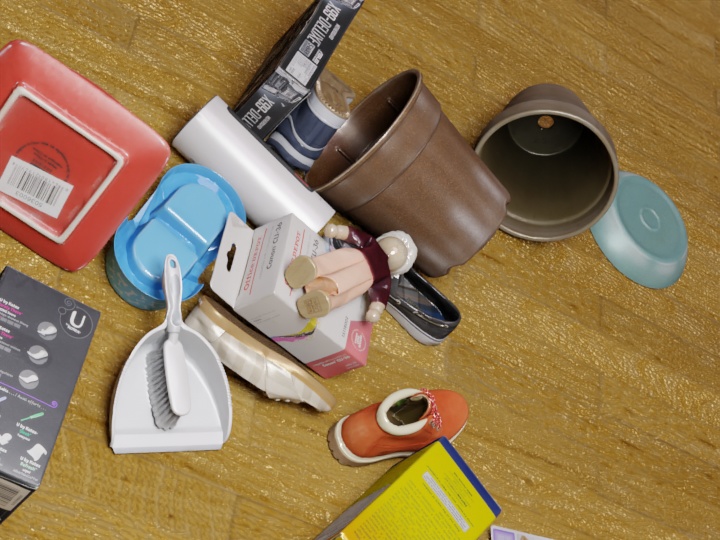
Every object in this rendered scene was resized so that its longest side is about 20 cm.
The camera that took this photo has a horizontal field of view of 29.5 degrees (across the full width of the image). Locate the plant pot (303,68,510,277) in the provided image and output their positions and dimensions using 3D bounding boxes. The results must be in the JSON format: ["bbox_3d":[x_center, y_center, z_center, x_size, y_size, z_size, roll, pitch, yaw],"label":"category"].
[{"bbox_3d":[0.068,-0.110,1.695,0.198,0.200,0.200,42,46,-19],"label":"plant pot"}]

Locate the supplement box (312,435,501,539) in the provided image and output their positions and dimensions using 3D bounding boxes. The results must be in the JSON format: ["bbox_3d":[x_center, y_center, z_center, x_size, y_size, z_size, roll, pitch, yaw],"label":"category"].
[{"bbox_3d":[0.040,0.288,1.475,0.110,0.109,0.200,53,46,2],"label":"supplement box"}]

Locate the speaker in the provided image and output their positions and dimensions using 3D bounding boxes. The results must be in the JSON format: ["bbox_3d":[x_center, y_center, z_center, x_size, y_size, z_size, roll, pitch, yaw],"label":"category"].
[{"bbox_3d":[-0.125,-0.108,1.613,0.200,0.081,0.081,44,46,-6],"label":"speaker"}]

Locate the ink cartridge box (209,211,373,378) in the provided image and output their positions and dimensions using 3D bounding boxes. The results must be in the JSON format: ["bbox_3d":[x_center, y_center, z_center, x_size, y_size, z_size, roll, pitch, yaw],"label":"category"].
[{"bbox_3d":[-0.071,0.020,1.548,0.200,0.067,0.117,39,45,-34],"label":"ink cartridge box"}]

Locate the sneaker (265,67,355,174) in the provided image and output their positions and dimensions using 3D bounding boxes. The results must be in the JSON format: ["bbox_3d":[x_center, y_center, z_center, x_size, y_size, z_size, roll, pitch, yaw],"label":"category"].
[{"bbox_3d":[-0.065,-0.191,1.728,0.070,0.109,0.200,35,17,-12],"label":"sneaker"}]

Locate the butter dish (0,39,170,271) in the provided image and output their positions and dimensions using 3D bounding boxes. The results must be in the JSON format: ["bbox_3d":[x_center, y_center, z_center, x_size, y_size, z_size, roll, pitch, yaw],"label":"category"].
[{"bbox_3d":[-0.318,-0.138,1.437,0.200,0.199,0.148,35,25,-17],"label":"butter dish"}]

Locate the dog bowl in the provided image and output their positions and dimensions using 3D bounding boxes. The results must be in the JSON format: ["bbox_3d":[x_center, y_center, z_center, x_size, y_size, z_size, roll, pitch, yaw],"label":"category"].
[{"bbox_3d":[-0.208,-0.034,1.525,0.111,0.050,0.200,42,47,-9],"label":"dog bowl"}]

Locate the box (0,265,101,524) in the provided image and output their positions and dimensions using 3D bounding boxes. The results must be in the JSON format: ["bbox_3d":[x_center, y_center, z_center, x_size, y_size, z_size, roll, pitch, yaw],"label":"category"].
[{"bbox_3d":[-0.337,0.119,1.281,0.106,0.122,0.200,28,50,-20],"label":"box"}]

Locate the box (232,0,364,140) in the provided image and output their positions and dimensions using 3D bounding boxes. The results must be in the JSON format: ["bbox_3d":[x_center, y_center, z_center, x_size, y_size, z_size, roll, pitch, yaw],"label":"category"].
[{"bbox_3d":[-0.086,-0.248,1.675,0.050,0.158,0.200,37,46,-13],"label":"box"}]

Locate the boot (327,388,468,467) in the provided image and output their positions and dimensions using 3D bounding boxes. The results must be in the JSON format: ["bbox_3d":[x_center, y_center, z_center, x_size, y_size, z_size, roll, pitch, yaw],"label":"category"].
[{"bbox_3d":[0.069,0.169,1.574,0.200,0.107,0.075,-11,70,-43],"label":"boot"}]

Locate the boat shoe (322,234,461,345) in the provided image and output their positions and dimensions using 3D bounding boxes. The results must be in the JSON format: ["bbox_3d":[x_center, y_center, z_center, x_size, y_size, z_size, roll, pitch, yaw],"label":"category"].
[{"bbox_3d":[0.042,0.011,1.676,0.200,0.066,0.070,44,46,-7],"label":"boat shoe"}]

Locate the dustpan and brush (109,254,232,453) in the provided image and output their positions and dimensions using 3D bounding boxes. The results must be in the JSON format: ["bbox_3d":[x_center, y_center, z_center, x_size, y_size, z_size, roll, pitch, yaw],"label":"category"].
[{"bbox_3d":[-0.199,0.085,1.431,0.139,0.057,0.200,3,71,-36],"label":"dustpan and brush"}]

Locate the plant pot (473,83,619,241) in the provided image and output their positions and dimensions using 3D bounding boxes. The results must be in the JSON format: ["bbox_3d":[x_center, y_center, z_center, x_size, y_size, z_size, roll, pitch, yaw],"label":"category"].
[{"bbox_3d":[0.252,-0.169,1.882,0.200,0.200,0.174,35,32,-15],"label":"plant pot"}]

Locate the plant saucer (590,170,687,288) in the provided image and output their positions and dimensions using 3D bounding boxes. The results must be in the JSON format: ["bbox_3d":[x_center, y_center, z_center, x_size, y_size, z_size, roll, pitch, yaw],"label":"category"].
[{"bbox_3d":[0.421,-0.070,2.038,0.200,0.036,0.200,18,54,-28],"label":"plant saucer"}]

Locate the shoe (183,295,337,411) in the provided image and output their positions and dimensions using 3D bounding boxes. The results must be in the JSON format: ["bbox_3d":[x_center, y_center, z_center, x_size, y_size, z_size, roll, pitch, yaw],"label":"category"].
[{"bbox_3d":[-0.113,0.104,1.517,0.200,0.070,0.053,37,90,-19],"label":"shoe"}]

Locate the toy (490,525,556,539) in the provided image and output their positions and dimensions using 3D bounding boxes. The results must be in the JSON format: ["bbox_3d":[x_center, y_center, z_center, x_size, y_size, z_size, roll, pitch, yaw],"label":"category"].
[{"bbox_3d":[0.244,0.369,1.624,0.200,0.047,0.115,16,57,-29],"label":"toy"}]

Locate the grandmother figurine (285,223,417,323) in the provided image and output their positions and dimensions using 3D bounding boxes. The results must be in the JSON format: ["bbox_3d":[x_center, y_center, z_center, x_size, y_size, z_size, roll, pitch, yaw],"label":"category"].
[{"bbox_3d":[0.000,0.000,1.548,0.200,0.061,0.121,-27,104,-52],"label":"grandmother figurine"}]
